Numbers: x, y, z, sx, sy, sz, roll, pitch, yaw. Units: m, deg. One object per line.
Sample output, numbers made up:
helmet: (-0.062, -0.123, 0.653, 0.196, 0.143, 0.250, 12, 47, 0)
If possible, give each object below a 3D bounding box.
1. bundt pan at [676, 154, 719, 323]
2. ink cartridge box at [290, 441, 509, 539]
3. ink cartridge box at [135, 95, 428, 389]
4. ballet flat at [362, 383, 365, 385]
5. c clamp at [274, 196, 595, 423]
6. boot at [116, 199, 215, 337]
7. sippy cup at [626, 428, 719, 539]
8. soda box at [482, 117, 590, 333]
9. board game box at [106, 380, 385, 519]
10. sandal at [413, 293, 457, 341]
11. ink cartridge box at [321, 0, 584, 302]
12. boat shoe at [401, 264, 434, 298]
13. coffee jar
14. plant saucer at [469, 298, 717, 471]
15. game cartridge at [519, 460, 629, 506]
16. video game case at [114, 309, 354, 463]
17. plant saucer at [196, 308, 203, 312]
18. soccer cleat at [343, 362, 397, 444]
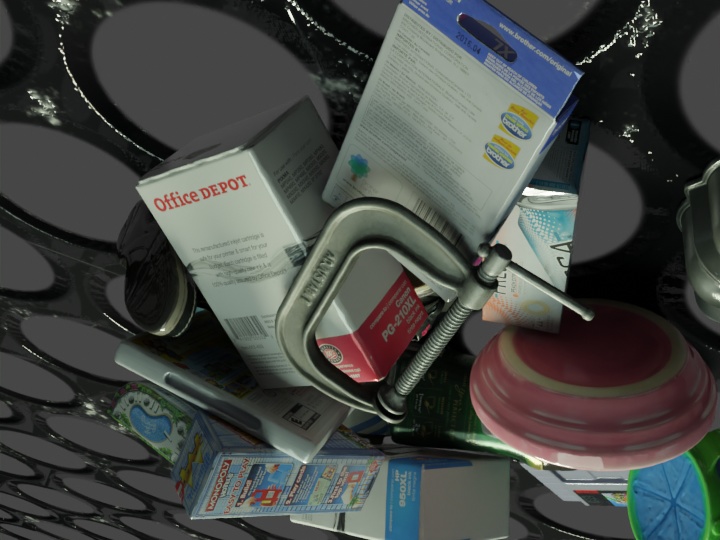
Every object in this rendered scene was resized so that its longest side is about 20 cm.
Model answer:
bundt pan: (0.314, -0.004, 0.646, 0.197, 0.077, 0.203, 13, 152, 7)
ink cartridge box: (0.039, 0.233, 1.009, 0.143, 0.086, 0.198, 7, 172, -44)
ink cartridge box: (-0.060, -0.015, 0.735, 0.143, 0.084, 0.202, -10, 118, 43)
ballet flat: (-0.082, 0.122, 1.077, 0.197, 0.077, 0.068, 25, 174, -17)
c clamp: (0.030, 0.038, 0.643, 0.170, 0.027, 0.201, 38, 129, -3)
boot: (-0.136, 0.017, 0.851, 0.149, 0.074, 0.200, 29, -172, -30)
sippy cup: (0.370, 0.241, 0.993, 0.128, 0.143, 0.178, 3, 160, -20)
soda box: (0.127, -0.029, 0.712, 0.067, 0.065, 0.201, 9, 152, 13)
board game box: (-0.108, 0.142, 0.811, 0.198, 0.063, 0.199, 29, -171, 26)
sandal: (0.020, 0.044, 0.891, 0.196, 0.046, 0.075, -7, 158, 24)
ink cartridge box: (0.054, -0.085, 0.596, 0.119, 0.042, 0.201, 39, 139, 12)
boat shoe: (0.000, 0.000, 0.830, 0.197, 0.073, 0.065, -4, 153, 38)
coffee jar: (0.131, 0.138, 0.960, 0.196, 0.107, 0.085, 8, 179, 16)
plant saucer: (0.186, 0.080, 0.771, 0.196, 0.201, 0.052, 5, 119, 20)
game cartridge: (0.307, 0.248, 1.145, 0.197, 0.039, 0.130, -10, 138, 39)
video game case: (-0.098, 0.094, 0.842, 0.179, 0.023, 0.200, 26, -170, 8)
plant saucer: (-0.094, 0.069, 0.966, 0.197, 0.071, 0.019, 25, -162, 19)
soccer cleat: (0.064, 0.145, 1.054, 0.195, 0.088, 0.070, 2, -170, -16)
